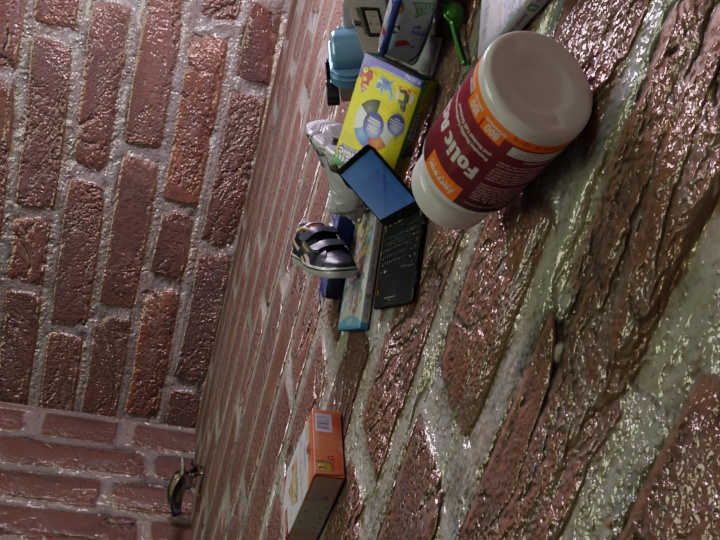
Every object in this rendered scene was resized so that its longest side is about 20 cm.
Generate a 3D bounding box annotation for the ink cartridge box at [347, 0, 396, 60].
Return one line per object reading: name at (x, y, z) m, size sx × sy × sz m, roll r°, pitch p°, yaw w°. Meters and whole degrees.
ink cartridge box at (0.027, -0.447, 1.280) m, size 0.201 × 0.066 × 0.119 m, roll 64°, pitch -145°, yaw -62°

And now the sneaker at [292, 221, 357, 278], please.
sneaker at (-0.068, -0.039, 1.396) m, size 0.199 × 0.077 × 0.082 m, roll 22°, pitch 113°, yaw 58°

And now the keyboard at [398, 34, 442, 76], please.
keyboard at (0.094, -0.347, 1.275) m, size 0.200 × 0.010 × 0.057 m, roll -119°, pitch 47°, yaw -67°

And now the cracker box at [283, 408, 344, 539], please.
cracker box at (-0.082, 0.354, 1.362) m, size 0.135 × 0.056 × 0.203 m, roll -97°, pitch 22°, yaw -50°

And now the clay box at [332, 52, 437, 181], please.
clay box at (0.030, -0.209, 1.213) m, size 0.114 × 0.047 × 0.204 m, roll 31°, pitch 115°, yaw 27°

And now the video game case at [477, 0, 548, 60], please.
video game case at (0.186, -0.369, 0.915) m, size 0.182 × 0.022 × 0.205 m, roll 141°, pitch 138°, yaw -68°

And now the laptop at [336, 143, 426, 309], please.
laptop at (0.019, -0.056, 1.172) m, size 0.177 × 0.101 × 0.205 m, roll 160°, pitch 119°, yaw -73°

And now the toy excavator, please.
toy excavator at (-0.020, -0.434, 1.470) m, size 0.203 × 0.097 × 0.198 m, roll 89°, pitch 176°, yaw -48°

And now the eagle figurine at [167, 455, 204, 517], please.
eagle figurine at (-0.702, 0.855, 3.182) m, size 0.150 × 0.200 × 0.153 m, roll 40°, pitch 166°, yaw 30°

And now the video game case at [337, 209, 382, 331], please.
video game case at (0.000, 0.000, 1.368) m, size 0.143 × 0.017 × 0.205 m, roll 162°, pitch 117°, yaw -73°

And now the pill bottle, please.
pill bottle at (0.128, -0.127, 0.790) m, size 0.200 × 0.111 × 0.117 m, roll 128°, pitch 149°, yaw -60°

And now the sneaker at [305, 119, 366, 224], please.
sneaker at (-0.041, -0.169, 1.378) m, size 0.201 × 0.074 × 0.117 m, roll 51°, pitch 145°, yaw 40°

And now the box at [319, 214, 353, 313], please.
box at (-0.046, -0.030, 1.504) m, size 0.121 × 0.032 × 0.205 m, roll -106°, pitch 27°, yaw -70°

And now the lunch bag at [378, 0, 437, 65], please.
lunch bag at (0.083, -0.415, 1.164) m, size 0.161 × 0.074 × 0.204 m, roll 108°, pitch 175°, yaw -61°

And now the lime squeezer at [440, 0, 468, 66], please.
lime squeezer at (0.139, -0.367, 1.089) m, size 0.070 × 0.037 × 0.205 m, roll 4°, pitch 82°, yaw 44°
